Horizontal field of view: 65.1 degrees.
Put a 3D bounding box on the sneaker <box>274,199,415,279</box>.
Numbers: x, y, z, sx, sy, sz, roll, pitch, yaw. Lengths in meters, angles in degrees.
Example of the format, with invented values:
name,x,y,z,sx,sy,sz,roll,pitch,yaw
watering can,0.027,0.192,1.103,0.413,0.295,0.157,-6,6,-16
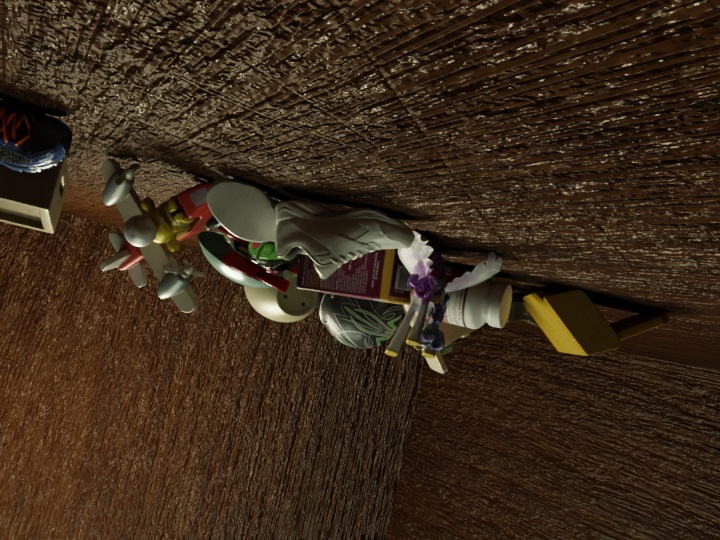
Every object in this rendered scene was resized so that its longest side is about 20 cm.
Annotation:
name,x,y,z,sx,sy,sz,roll,pitch,yaw
sneaker,-0.025,-0.035,0.775,0.197,0.101,0.078,6,171,9

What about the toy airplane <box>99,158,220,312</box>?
name,x,y,z,sx,sy,sz,roll,pitch,yaw
toy airplane,-0.318,-0.055,0.848,0.197,0.202,0.141,15,-175,6

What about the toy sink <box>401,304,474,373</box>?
name,x,y,z,sx,sy,sz,roll,pitch,yaw
toy sink,0.180,0.114,1.285,0.111,0.202,0.130,-25,179,-7

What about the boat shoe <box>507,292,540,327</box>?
name,x,y,z,sx,sy,sz,roll,pitch,yaw
boat shoe,0.380,0.079,1.263,0.197,0.073,0.068,6,-151,-3

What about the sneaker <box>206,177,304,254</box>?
name,x,y,z,sx,sy,sz,roll,pitch,yaw
sneaker,-0.144,-0.082,0.843,0.199,0.076,0.088,25,-170,-34

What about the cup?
name,x,y,z,sx,sy,sz,roll,pitch,yaw
cup,-0.167,0.039,1.338,0.198,0.203,0.143,15,-174,-23

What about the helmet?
name,x,y,z,sx,sy,sz,roll,pitch,yaw
helmet,0.000,0.085,1.301,0.197,0.203,0.191,15,-167,-13

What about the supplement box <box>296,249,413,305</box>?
name,x,y,z,sx,sy,sz,roll,pitch,yaw
supplement box,0.000,0.000,1.048,0.198,0.105,0.130,6,177,29

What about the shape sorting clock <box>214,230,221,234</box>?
name,x,y,z,sx,sy,sz,roll,pitch,yaw
shape sorting clock,-0.236,-0.081,1.259,0.197,0.040,0.200,13,173,2

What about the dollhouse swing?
name,x,y,z,sx,sy,sz,roll,pitch,yaw
dollhouse swing,0.454,0.073,1.108,0.183,0.175,0.200,55,-179,8

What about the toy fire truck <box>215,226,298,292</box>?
name,x,y,z,sx,sy,sz,roll,pitch,yaw
toy fire truck,-0.207,-0.051,1.081,0.167,0.113,0.199,23,174,43

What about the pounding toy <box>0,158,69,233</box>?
name,x,y,z,sx,sy,sz,roll,pitch,yaw
pounding toy,-0.575,-0.162,0.905,0.182,0.144,0.199,15,164,-23

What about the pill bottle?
name,x,y,z,sx,sy,sz,roll,pitch,yaw
pill bottle,0.194,0.051,1.125,0.198,0.115,0.113,11,175,28

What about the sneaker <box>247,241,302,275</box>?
name,x,y,z,sx,sy,sz,roll,pitch,yaw
sneaker,-0.134,-0.026,0.937,0.076,0.085,0.200,29,-169,8

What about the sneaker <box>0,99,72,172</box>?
name,x,y,z,sx,sy,sz,roll,pitch,yaw
sneaker,-0.432,-0.168,0.644,0.197,0.076,0.078,12,172,-3

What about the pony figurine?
name,x,y,z,sx,sy,sz,roll,pitch,yaw
pony figurine,0.114,0.035,0.915,0.165,0.202,0.193,21,158,-9

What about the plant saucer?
name,x,y,z,sx,sy,sz,roll,pitch,yaw
plant saucer,-0.253,-0.013,1.169,0.200,0.039,0.201,32,-168,-7
